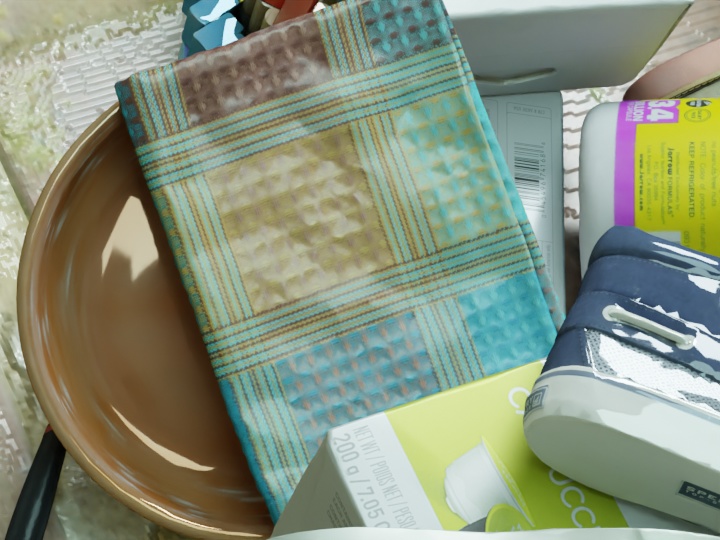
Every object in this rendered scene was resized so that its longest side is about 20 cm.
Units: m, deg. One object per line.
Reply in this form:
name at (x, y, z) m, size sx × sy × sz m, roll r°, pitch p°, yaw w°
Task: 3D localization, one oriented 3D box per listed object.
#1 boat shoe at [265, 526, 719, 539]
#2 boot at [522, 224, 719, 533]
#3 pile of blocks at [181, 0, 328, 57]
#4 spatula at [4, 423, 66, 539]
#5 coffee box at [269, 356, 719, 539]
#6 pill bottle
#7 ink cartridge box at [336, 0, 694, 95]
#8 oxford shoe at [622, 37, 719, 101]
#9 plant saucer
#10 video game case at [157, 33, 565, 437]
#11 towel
boat shoe at (0.055, 0.128, 0.970) m, size 0.199 × 0.070 × 0.072 m, roll 1°, pitch 71°, yaw -9°
boot at (0.163, 0.056, 1.032) m, size 0.199 × 0.073 × 0.091 m, roll 24°, pitch 62°, yaw -2°
pile of blocks at (-0.044, -0.095, 1.256) m, size 0.081 × 0.062 × 0.201 m, roll -1°, pitch 60°, yaw -15°
spatula at (-0.115, 0.052, 1.212) m, size 0.020 × 0.056 × 0.201 m, roll 32°, pitch 65°, yaw -17°
coffee box at (0.088, 0.160, 1.113) m, size 0.197 × 0.200 × 0.201 m, roll -16°, pitch 66°, yaw -23°
pill bottle at (0.200, -0.026, 1.275) m, size 0.198 × 0.104 × 0.105 m, roll -1°, pitch 58°, yaw 9°
ink cartridge box at (0.057, -0.189, 1.306) m, size 0.144 × 0.083 × 0.201 m, roll -5°, pitch 71°, yaw -16°
oxford shoe at (0.228, -0.087, 1.348) m, size 0.199 × 0.071 × 0.074 m, roll -23°, pitch 71°, yaw 11°
plant saucer at (-0.044, 0.013, 1.183) m, size 0.199 × 0.037 × 0.202 m, roll 1°, pitch 87°, yaw -10°
video game case at (0.000, 0.000, 1.274) m, size 0.180 × 0.046 × 0.201 m, roll 8°, pitch 59°, yaw -11°
towel at (-0.001, -0.006, 1.163) m, size 0.146 × 0.022 × 0.201 m, roll -21°, pitch 91°, yaw -12°
